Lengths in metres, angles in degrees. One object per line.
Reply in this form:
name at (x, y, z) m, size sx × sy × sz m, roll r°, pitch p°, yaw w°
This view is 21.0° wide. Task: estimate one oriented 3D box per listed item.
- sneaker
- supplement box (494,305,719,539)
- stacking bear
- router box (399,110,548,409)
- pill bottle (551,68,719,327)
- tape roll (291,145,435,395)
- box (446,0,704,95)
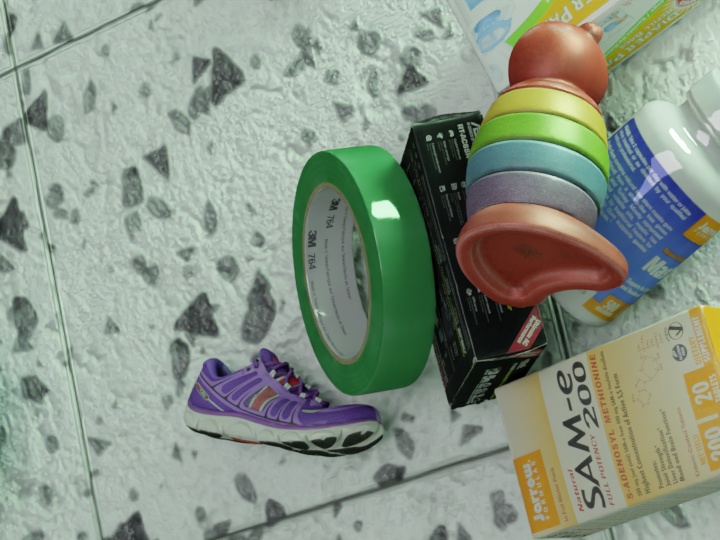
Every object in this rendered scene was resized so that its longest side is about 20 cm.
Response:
sneaker at (-0.069, 0.111, 1.672) m, size 0.198 × 0.080 × 0.084 m, roll 7°, pitch 82°, yaw 32°
supplement box at (0.212, 0.119, 1.488) m, size 0.199 × 0.073 × 0.127 m, roll -26°, pitch 71°, yaw 35°
stacking bear at (0.138, -0.093, 1.441) m, size 0.121 × 0.113 × 0.202 m, roll -13°, pitch 54°, yaw 40°
router box at (0.084, -0.006, 1.550) m, size 0.061 × 0.150 × 0.202 m, roll -12°, pitch 75°, yaw -10°
pill bottle at (0.224, -0.058, 1.497) m, size 0.200 × 0.112 × 0.113 m, roll -41°, pitch 66°, yaw 20°
tape roll at (0.000, 0.000, 1.592) m, size 0.200 × 0.048 × 0.203 m, roll 172°, pitch 90°, yaw -68°
box at (0.183, -0.231, 1.547) m, size 0.199 × 0.101 × 0.113 m, roll -37°, pitch 67°, yaw 22°
